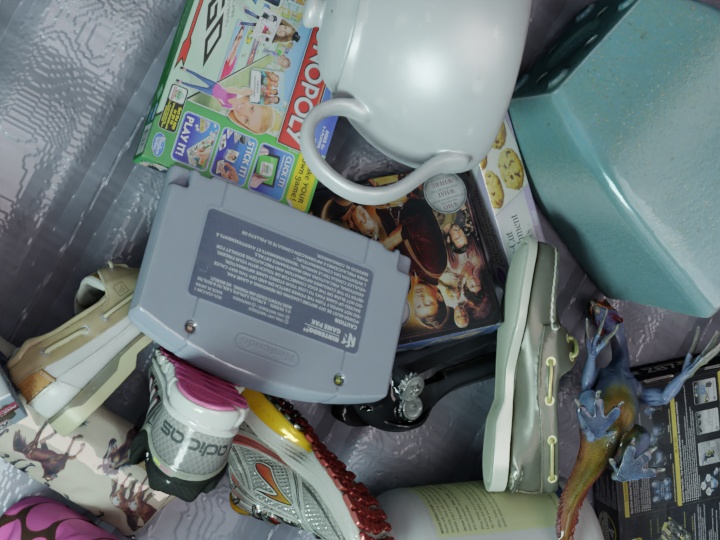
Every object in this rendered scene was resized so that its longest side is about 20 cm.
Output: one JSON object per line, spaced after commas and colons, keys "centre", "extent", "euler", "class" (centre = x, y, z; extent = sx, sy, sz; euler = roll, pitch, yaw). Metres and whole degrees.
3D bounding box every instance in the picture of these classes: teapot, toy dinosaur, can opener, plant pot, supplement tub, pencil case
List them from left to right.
{"centre": [-0.227, 0.119, 1.016], "extent": [0.200, 0.089, 0.078], "euler": [35, 56, -18], "class": "pencil case"}
{"centre": [-0.201, 0.228, 0.983], "extent": [0.091, 0.200, 0.094], "euler": [48, 69, -25], "class": "pencil case"}
{"centre": [0.030, -0.165, 0.985], "extent": [0.145, 0.200, 0.198], "euler": [11, 110, -8], "class": "teapot"}
{"centre": [0.070, 0.075, 1.127], "extent": [0.199, 0.079, 0.064], "euler": [-22, 114, -27], "class": "can opener"}
{"centre": [0.082, 0.243, 1.116], "extent": [0.199, 0.145, 0.146], "euler": [-2, 100, -19], "class": "supplement tub"}
{"centre": [0.190, 0.099, 1.119], "extent": [0.105, 0.182, 0.200], "euler": [39, 101, -7], "class": "toy dinosaur"}
{"centre": [0.230, -0.109, 1.096], "extent": [0.200, 0.196, 0.196], "euler": [45, 83, -12], "class": "plant pot"}

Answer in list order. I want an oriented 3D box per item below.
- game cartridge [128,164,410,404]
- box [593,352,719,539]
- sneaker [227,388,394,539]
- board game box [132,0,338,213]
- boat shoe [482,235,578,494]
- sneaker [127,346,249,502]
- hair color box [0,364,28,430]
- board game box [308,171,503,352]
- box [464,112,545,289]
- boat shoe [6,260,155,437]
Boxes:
{"centre": [-0.063, 0.019, 0.999], "extent": [0.199, 0.041, 0.134], "euler": [22, 63, -21], "class": "game cartridge"}
{"centre": [0.287, 0.180, 1.233], "extent": [0.160, 0.049, 0.201], "euler": [-11, 101, -19], "class": "box"}
{"centre": [-0.049, 0.168, 1.049], "extent": [0.082, 0.200, 0.078], "euler": [-48, 144, 1], "class": "sneaker"}
{"centre": [-0.075, -0.152, 1.036], "extent": [0.134, 0.029, 0.201], "euler": [21, 79, -21], "class": "board game box"}
{"centre": [0.138, 0.075, 1.093], "extent": [0.060, 0.072, 0.203], "euler": [7, 91, -3], "class": "boat shoe"}
{"centre": [-0.127, 0.112, 0.991], "extent": [0.073, 0.200, 0.088], "euler": [24, 90, -12], "class": "sneaker"}
{"centre": [-0.316, 0.033, 0.930], "extent": [0.099, 0.061, 0.200], "euler": [-30, 74, -13], "class": "hair color box"}
{"centre": [0.000, 0.000, 1.079], "extent": [0.199, 0.035, 0.136], "euler": [-11, 78, -18], "class": "board game box"}
{"centre": [0.109, -0.080, 1.130], "extent": [0.041, 0.039, 0.201], "euler": [-21, 105, -15], "class": "box"}
{"centre": [-0.171, 0.027, 0.999], "extent": [0.068, 0.075, 0.200], "euler": [45, 49, -8], "class": "boat shoe"}
